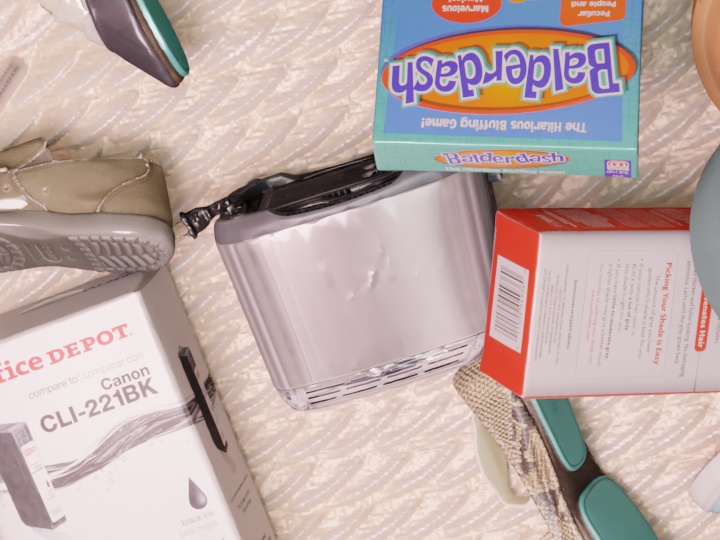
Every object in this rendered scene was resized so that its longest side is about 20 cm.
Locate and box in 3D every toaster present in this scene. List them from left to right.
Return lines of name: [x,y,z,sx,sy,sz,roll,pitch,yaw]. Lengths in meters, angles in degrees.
toaster: [0.000,0.000,1.757,0.199,0.114,0.130,-17,103,7]

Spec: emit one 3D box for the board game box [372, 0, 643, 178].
board game box: [0.089,-0.155,1.696,0.152,0.045,0.201,1,70,6]

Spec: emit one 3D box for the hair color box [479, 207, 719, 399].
hair color box: [0.175,0.017,1.723,0.199,0.061,0.102,0,104,-24]

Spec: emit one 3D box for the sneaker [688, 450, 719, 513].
sneaker: [0.282,0.111,1.742,0.200,0.074,0.082,-36,77,36]

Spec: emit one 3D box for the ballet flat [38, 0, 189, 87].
ballet flat: [-0.169,-0.193,1.755,0.073,0.073,0.201,-23,93,11]

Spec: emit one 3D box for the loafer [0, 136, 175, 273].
loafer: [-0.205,-0.042,1.801,0.199,0.075,0.070,5,65,10]

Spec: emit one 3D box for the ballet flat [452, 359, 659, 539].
ballet flat: [0.120,0.135,1.807,0.075,0.068,0.200,-30,93,34]

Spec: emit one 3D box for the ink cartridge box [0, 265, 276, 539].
ink cartridge box: [-0.157,0.114,1.815,0.144,0.084,0.201,-20,99,11]

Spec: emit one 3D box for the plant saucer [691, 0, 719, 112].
plant saucer: [0.289,-0.132,1.690,0.200,0.032,0.201,5,131,6]

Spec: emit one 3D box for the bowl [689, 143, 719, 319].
bowl: [0.265,-0.022,1.662,0.200,0.105,0.202,4,80,-24]
